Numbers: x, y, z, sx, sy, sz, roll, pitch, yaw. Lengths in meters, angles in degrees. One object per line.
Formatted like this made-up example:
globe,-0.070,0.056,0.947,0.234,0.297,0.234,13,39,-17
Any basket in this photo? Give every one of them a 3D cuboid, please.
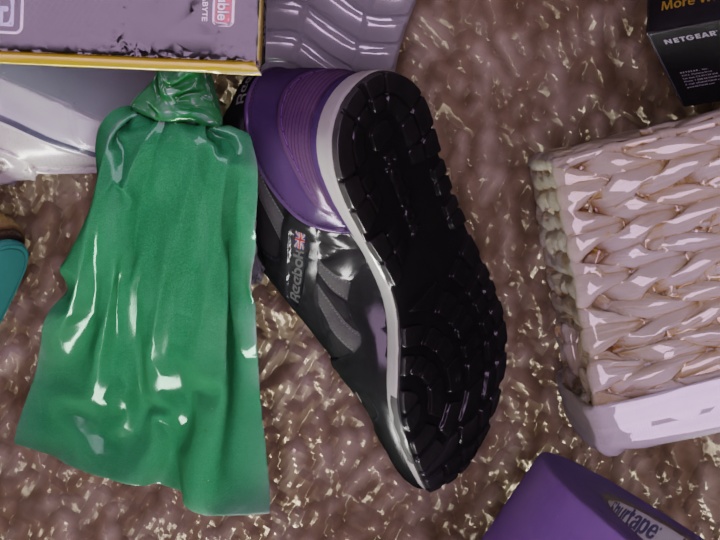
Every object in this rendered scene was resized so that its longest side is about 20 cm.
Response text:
basket,0.173,-0.011,0.895,0.199,0.136,0.124,-13,92,0

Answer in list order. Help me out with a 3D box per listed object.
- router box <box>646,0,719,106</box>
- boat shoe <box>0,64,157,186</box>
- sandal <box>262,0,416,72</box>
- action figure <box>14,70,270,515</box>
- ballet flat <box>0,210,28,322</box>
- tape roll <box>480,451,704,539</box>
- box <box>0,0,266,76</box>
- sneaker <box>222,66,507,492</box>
router box,0.215,-0.156,0.841,0.199,0.052,0.158,-9,54,23
boat shoe,-0.161,-0.068,0.917,0.199,0.071,0.070,11,130,-14
sandal,-0.002,-0.142,0.917,0.082,0.050,0.203,20,110,-7
action figure,-0.080,-0.001,0.893,0.118,0.055,0.201,12,120,6
ballet flat,-0.206,0.058,0.934,0.063,0.069,0.201,28,96,23
tape roll,0.132,0.164,0.878,0.200,0.200,0.085,33,94,-5
box,-0.110,-0.175,0.790,0.159,0.049,0.201,3,97,-1
sneaker,0.000,0.000,0.926,0.076,0.087,0.201,-39,126,-38
